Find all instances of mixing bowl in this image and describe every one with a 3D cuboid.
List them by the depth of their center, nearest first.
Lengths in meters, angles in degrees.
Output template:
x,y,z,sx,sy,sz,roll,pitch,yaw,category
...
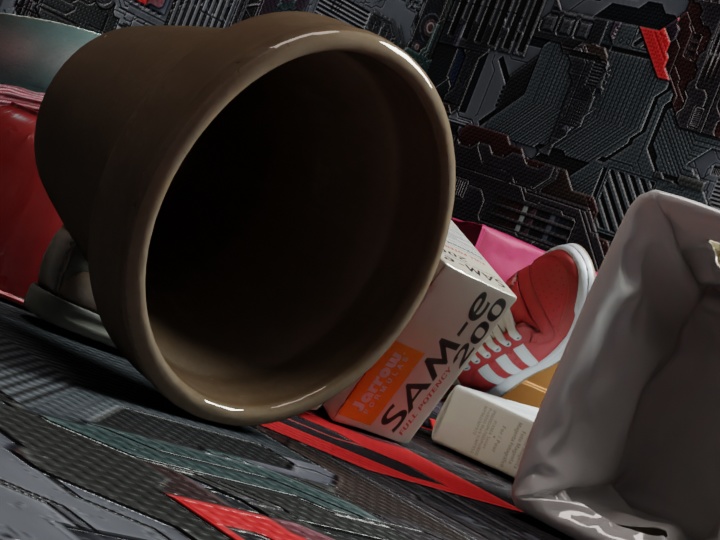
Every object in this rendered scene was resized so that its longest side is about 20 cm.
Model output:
x,y,z,sx,sy,sz,roll,pitch,yaw,category
-0.196,-0.038,1.021,0.198,0.109,0.200,23,1,0,mixing bowl

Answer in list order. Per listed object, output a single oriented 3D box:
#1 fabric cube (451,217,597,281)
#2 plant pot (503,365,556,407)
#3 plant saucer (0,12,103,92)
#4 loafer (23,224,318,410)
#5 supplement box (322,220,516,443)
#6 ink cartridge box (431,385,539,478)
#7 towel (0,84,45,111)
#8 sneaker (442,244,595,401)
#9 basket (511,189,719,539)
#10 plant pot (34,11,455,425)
x,y,z,sx,sy,sz,roll,pitch,yaw,category
0.177,0.058,2.054,0.198,0.198,0.200,20,2,-16,fabric cube
0.217,0.106,1.818,0.198,0.141,0.200,23,1,-1,plant pot
-0.257,-0.144,1.127,0.199,0.039,0.201,4,-4,0,plant saucer
-0.095,0.027,0.936,0.199,0.063,0.072,22,0,-31,loafer
0.000,0.000,1.071,0.073,0.126,0.200,22,21,-40,supplement box
0.170,0.146,1.143,0.199,0.058,0.162,28,3,31,ink cartridge box
-0.248,-0.112,1.150,0.143,0.023,0.199,6,-2,-32,towel
0.081,0.045,1.171,0.111,0.072,0.200,2,-31,-29,sneaker
0.194,0.076,0.939,0.135,0.202,0.123,22,-4,25,basket
-0.078,-0.046,0.825,0.199,0.202,0.174,21,5,-46,plant pot
